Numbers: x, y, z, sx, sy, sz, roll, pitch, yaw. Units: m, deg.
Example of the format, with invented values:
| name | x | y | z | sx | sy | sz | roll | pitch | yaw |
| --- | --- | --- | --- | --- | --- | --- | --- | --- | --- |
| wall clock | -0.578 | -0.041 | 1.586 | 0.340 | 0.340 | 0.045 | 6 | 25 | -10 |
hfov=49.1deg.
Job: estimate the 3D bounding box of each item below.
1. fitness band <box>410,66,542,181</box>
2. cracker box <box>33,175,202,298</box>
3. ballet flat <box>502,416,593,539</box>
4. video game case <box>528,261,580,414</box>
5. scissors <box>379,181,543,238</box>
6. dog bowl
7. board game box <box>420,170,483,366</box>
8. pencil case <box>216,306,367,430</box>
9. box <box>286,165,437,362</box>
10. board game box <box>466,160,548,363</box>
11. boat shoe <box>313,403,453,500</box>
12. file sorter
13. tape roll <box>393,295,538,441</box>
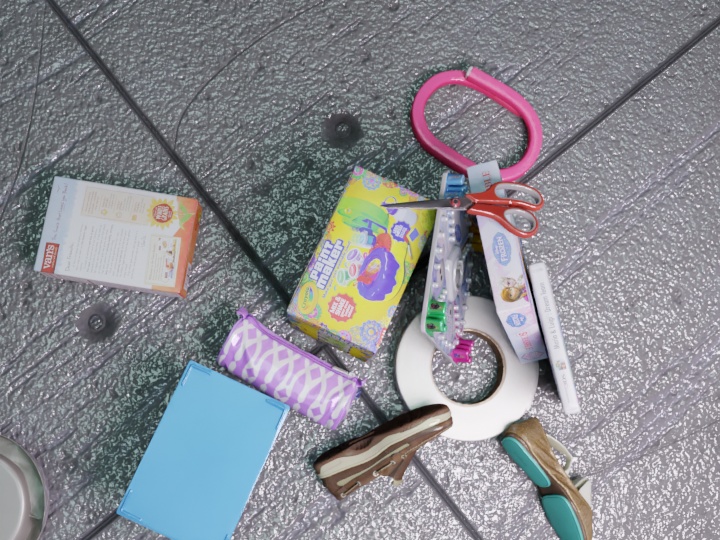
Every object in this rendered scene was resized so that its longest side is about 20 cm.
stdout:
| name | x | y | z | sx | sy | sz | roll | pitch | yaw |
| --- | --- | --- | --- | --- | --- | --- | --- | --- | --- |
| fitness band | 0.169 | -0.211 | 1.152 | 0.199 | 0.037 | 0.144 | 32 | 81 | 3 |
| cracker box | -0.330 | -0.045 | 1.087 | 0.199 | 0.058 | 0.135 | 10 | 80 | -3 |
| ballet flat | 0.268 | 0.283 | 1.065 | 0.072 | 0.068 | 0.200 | -34 | 91 | -28 |
| video game case | 0.252 | 0.088 | 1.028 | 0.024 | 0.200 | 0.183 | -13 | 82 | 11 |
| scissors | 0.121 | -0.083 | 0.922 | 0.199 | 0.014 | 0.074 | 9 | 63 | -8 |
| dog bowl | -0.500 | 0.306 | 1.020 | 0.199 | 0.059 | 0.201 | 0 | 80 | -3 |
| board game box | 0.124 | 0.004 | 0.999 | 0.026 | 0.200 | 0.201 | 4 | 73 | 20 |
| pencil case | -0.093 | 0.135 | 1.056 | 0.199 | 0.084 | 0.086 | 28 | 114 | 0 |
| box | 0.000 | 0.000 | 1.029 | 0.122 | 0.193 | 0.201 | 25 | 81 | 2 |
| board game box | 0.191 | -0.006 | 1.013 | 0.041 | 0.200 | 0.201 | -15 | 64 | 13 |
| boat shoe | 0.040 | 0.244 | 1.042 | 0.202 | 0.075 | 0.075 | -27 | 91 | 18 |
| file sorter | -0.193 | 0.238 | 1.016 | 0.138 | 0.123 | 0.201 | 25 | 81 | 0 |
| tape roll | 0.147 | 0.136 | 1.095 | 0.202 | 0.037 | 0.204 | 0 | 80 | -3 |
